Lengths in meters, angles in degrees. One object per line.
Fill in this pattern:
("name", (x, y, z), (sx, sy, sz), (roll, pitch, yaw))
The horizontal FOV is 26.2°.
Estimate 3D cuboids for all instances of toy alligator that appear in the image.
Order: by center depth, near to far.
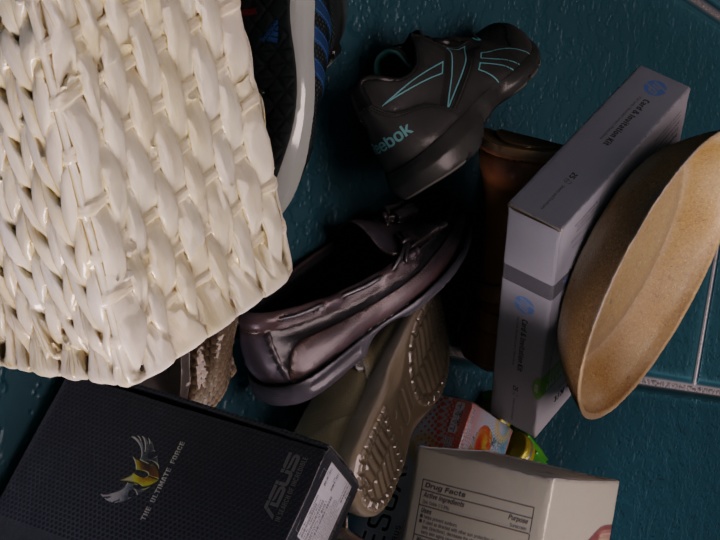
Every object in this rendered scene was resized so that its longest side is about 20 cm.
("toy alligator", (0.108, 0.149, 1.053), (0.054, 0.200, 0.059), (-38, 123, 4))

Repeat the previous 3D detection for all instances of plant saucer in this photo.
("plant saucer", (0.175, -0.003, 0.968), (0.200, 0.035, 0.200), (-44, 150, -34))

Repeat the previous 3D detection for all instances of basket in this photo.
("basket", (-0.123, -0.060, 0.699), (0.136, 0.123, 0.200), (-37, 126, -43))

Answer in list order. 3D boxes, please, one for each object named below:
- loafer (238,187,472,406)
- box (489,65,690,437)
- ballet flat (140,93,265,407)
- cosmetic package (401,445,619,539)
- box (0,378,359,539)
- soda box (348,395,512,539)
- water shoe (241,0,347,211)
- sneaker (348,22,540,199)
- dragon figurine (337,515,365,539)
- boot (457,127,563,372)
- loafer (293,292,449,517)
("loafer", (0.000, 0.000, 0.933), (0.200, 0.072, 0.063), (-44, 127, -36))
("box", (0.145, -0.009, 0.996), (0.156, 0.041, 0.200), (-44, 152, -33))
("ballet flat", (-0.079, -0.011, 0.817), (0.046, 0.067, 0.200), (1, 102, -41))
("cosmetic package", (0.080, 0.214, 0.941), (0.087, 0.103, 0.200), (11, 90, -51))
("box", (-0.112, 0.157, 0.730), (0.200, 0.158, 0.051), (-64, 149, -22))
("soda box", (0.030, 0.181, 1.011), (0.064, 0.068, 0.200), (38, 68, -51))
("water shoe", (-0.036, -0.117, 0.853), (0.079, 0.071, 0.200), (5, 93, -57))
("sneaker", (0.055, -0.123, 0.975), (0.079, 0.075, 0.200), (50, 35, -10))
("dragon figurine", (-0.023, 0.181, 0.890), (0.099, 0.059, 0.200), (-7, 142, -36))
("boot", (0.097, -0.010, 1.033), (0.200, 0.077, 0.155), (21, 86, -84))
("loafer", (0.004, 0.070, 0.956), (0.200, 0.068, 0.076), (-59, 144, -52))
